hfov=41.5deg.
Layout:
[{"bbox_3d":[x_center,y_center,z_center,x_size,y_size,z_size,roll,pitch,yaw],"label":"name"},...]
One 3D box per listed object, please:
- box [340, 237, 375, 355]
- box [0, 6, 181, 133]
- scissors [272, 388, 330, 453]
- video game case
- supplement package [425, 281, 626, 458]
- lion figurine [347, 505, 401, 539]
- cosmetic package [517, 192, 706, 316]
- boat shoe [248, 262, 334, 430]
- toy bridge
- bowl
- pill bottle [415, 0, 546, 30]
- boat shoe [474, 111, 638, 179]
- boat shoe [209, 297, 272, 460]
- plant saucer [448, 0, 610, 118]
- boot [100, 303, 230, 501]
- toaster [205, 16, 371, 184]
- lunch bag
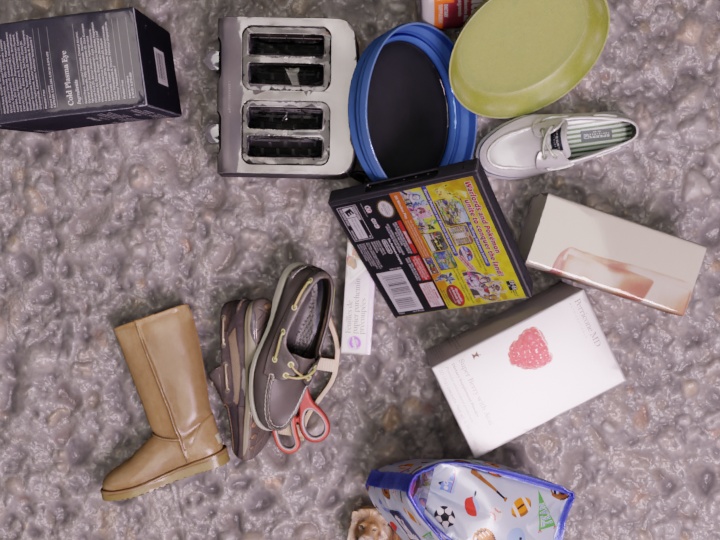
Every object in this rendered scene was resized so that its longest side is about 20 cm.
[{"bbox_3d":[0.000,0.000,1.169,0.038,0.041,0.204,3,94,0],"label":"box"},{"bbox_3d":[-0.313,-0.220,1.073,0.178,0.200,0.106,-8,96,0],"label":"box"},{"bbox_3d":[-0.084,0.122,1.163,0.072,0.014,0.204,-9,96,0],"label":"scissors"},{"bbox_3d":[0.083,-0.030,1.086,0.178,0.026,0.201,-10,133,25],"label":"video game case"},{"bbox_3d":[0.192,0.114,1.137,0.197,0.120,0.123,-27,93,2],"label":"supplement package"},{"bbox_3d":[0.074,0.366,1.189,0.196,0.072,0.125,10,81,-15],"label":"lion figurine"},{"bbox_3d":[0.293,-0.020,1.136,0.197,0.103,0.089,19,93,0],"label":"cosmetic package"},{"bbox_3d":[-0.079,0.094,1.116,0.071,0.060,0.205,11,91,-37],"label":"boat shoe"},{"bbox_3d":[-0.060,0.113,1.183,0.066,0.027,0.204,8,95,-1],"label":"toy bridge"},{"bbox_3d":[0.061,-0.179,1.097,0.039,0.198,0.205,3,94,44],"label":"bowl"},{"bbox_3d":[0.162,-0.346,1.108,0.196,0.110,0.112,-7,94,1],"label":"pill bottle"},{"bbox_3d":[0.235,-0.159,1.142,0.196,0.067,0.075,-15,94,1],"label":"boat shoe"},{"bbox_3d":[-0.143,0.130,1.173,0.072,0.074,0.204,9,98,25],"label":"boat shoe"},{"bbox_3d":[0.190,-0.262,1.096,0.197,0.201,0.031,-21,54,1],"label":"plant saucer"},{"bbox_3d":[-0.264,0.163,1.174,0.172,0.066,0.204,-18,93,-7],"label":"boot"},{"bbox_3d":[-0.080,-0.196,1.115,0.196,0.119,0.185,2,95,0],"label":"toaster"},{"bbox_3d":[0.115,0.276,1.100,0.197,0.170,0.126,21,74,-14],"label":"lunch bag"}]
